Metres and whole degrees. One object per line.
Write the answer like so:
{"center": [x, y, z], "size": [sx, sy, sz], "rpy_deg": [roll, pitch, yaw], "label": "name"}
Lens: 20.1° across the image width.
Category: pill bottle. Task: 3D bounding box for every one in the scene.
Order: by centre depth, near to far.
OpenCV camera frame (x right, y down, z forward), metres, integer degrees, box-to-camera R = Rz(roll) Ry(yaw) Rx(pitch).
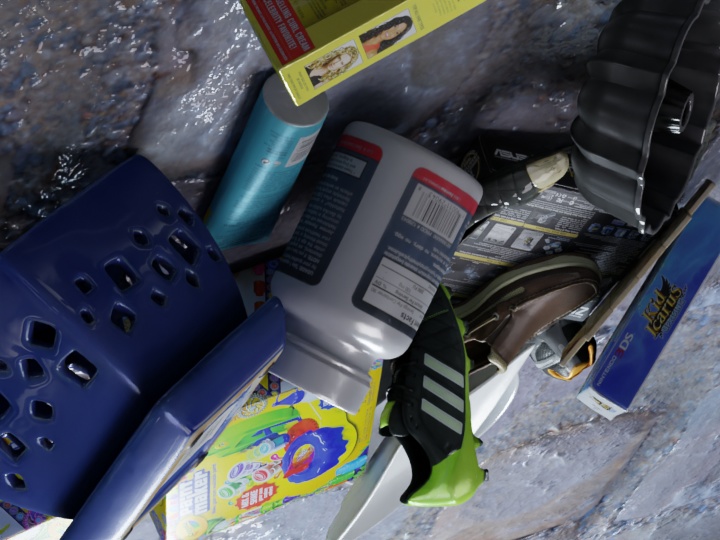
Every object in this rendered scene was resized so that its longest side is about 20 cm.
{"center": [0.000, 0.000, 1.547], "size": [0.201, 0.119, 0.119], "rpy_deg": [-63, 149, -3], "label": "pill bottle"}

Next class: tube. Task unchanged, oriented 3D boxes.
{"center": [-0.076, -0.070, 1.532], "size": [0.077, 0.051, 0.200], "rpy_deg": [-8, 150, -26], "label": "tube"}

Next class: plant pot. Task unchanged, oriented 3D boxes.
{"center": [-0.179, 0.069, 1.438], "size": [0.200, 0.179, 0.200], "rpy_deg": [-53, 174, 35], "label": "plant pot"}

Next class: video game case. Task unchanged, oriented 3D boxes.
{"center": [0.269, 0.037, 1.848], "size": [0.201, 0.045, 0.181], "rpy_deg": [-58, 173, -4], "label": "video game case"}

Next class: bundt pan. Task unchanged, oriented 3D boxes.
{"center": [0.223, -0.135, 1.593], "size": [0.202, 0.075, 0.203], "rpy_deg": [-53, 154, -41], "label": "bundt pan"}

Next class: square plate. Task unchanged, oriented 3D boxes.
{"center": [0.057, 0.158, 1.843], "size": [0.198, 0.028, 0.201], "rpy_deg": [-32, 160, -45], "label": "square plate"}

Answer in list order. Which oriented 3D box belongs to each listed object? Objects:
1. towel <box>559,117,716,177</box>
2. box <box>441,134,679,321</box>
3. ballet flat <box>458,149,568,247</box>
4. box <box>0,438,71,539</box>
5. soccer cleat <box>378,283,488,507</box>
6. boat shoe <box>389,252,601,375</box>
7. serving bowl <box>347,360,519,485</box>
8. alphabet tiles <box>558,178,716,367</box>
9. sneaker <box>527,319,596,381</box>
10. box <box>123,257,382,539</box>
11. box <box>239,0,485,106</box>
{"center": [0.213, -0.058, 1.836], "size": [0.191, 0.035, 0.201], "rpy_deg": [-16, 147, -29], "label": "towel"}
{"center": [0.149, -0.032, 1.740], "size": [0.198, 0.049, 0.162], "rpy_deg": [9, 135, -29], "label": "box"}
{"center": [0.093, -0.036, 1.622], "size": [0.199, 0.057, 0.066], "rpy_deg": [-35, 171, 32], "label": "ballet flat"}
{"center": [-0.328, 0.230, 1.696], "size": [0.191, 0.123, 0.201], "rpy_deg": [-23, 150, -12], "label": "box"}
{"center": [0.052, 0.097, 1.684], "size": [0.080, 0.202, 0.067], "rpy_deg": [-8, 176, -20], "label": "soccer cleat"}
{"center": [0.119, 0.055, 1.743], "size": [0.201, 0.075, 0.075], "rpy_deg": [-25, 144, 18], "label": "boat shoe"}
{"center": [0.050, 0.120, 1.926], "size": [0.199, 0.066, 0.201], "rpy_deg": [-22, 151, -13], "label": "serving bowl"}
{"center": [0.237, 0.001, 1.743], "size": [0.200, 0.006, 0.166], "rpy_deg": [-51, 177, 8], "label": "alphabet tiles"}
{"center": [0.191, 0.069, 1.936], "size": [0.078, 0.078, 0.200], "rpy_deg": [-36, 170, 10], "label": "sneaker"}
{"center": [-0.098, 0.107, 1.696], "size": [0.191, 0.123, 0.201], "rpy_deg": [-19, 150, -16], "label": "box"}
{"center": [0.022, -0.196, 1.386], "size": [0.199, 0.076, 0.050], "rpy_deg": [-28, 150, 0], "label": "box"}
